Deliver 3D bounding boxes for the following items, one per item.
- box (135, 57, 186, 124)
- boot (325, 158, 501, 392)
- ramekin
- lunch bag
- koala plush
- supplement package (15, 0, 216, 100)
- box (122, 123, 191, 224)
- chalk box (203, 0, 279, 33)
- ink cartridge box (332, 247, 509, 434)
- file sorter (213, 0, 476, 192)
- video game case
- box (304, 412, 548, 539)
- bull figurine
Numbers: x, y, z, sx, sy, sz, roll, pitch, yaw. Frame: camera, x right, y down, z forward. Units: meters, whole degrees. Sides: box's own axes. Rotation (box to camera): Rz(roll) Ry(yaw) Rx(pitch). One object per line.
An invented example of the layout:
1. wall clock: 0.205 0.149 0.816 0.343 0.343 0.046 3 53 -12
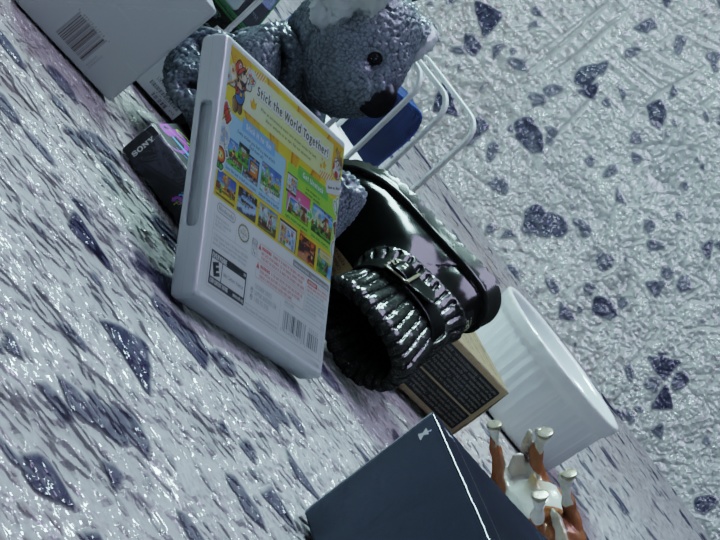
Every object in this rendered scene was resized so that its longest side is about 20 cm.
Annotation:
1. box: -0.133 -0.152 1.783 0.199 0.050 0.200 51 10 -29
2. boot: 0.001 -0.002 1.663 0.211 0.080 0.157 39 41 23
3. ramekin: 0.191 0.126 2.257 0.201 0.097 0.201 51 7 -9
4. lunch bag: -0.041 -0.201 2.219 0.133 0.136 0.200 57 10 32
5. koala plush: -0.036 -0.158 1.573 0.184 0.200 0.177 55 9 30
6. supplement package: -0.198 -0.240 1.569 0.114 0.109 0.200 48 9 -28
7. box: -0.106 -0.048 1.536 0.143 0.036 0.200 52 7 2
8. chalk box: -0.131 -0.300 1.874 0.125 0.124 0.199 48 -23 -28
9. ink cartridge box: 0.035 0.032 1.848 0.165 0.075 0.200 46 9 -39
10. file sorter: -0.011 -0.164 1.794 0.200 0.124 0.139 35 16 -49
11. video game case: -0.067 -0.039 1.394 0.200 0.023 0.184 38 54 -60
12. box: 0.075 0.216 1.159 0.182 0.104 0.200 49 8 -28
13. bull figurine: 0.159 0.215 1.740 0.200 0.065 0.122 -129 -150 -56
